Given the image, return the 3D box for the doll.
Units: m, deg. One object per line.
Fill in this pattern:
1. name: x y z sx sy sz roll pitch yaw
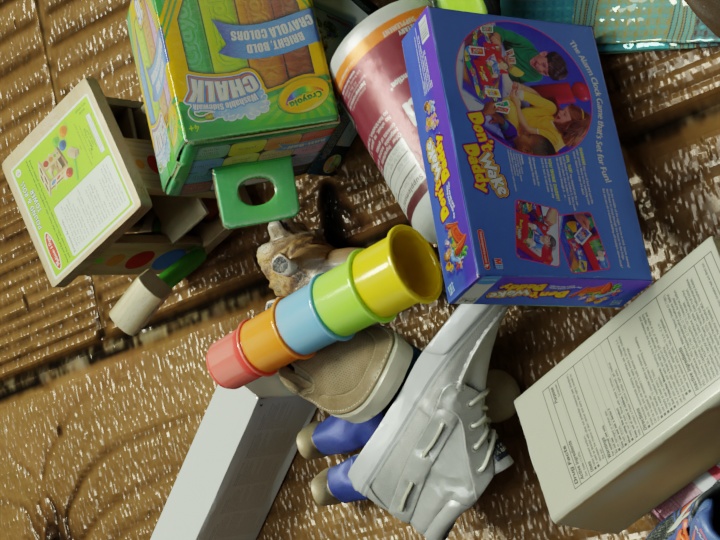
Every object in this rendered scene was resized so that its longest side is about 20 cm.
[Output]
1. doll: 0.038 0.120 1.182 0.199 0.048 0.137 -24 80 35

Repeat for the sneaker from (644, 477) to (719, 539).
1. sneaker: 0.230 0.172 0.985 0.075 0.078 0.200 51 117 26

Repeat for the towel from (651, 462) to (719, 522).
1. towel: 0.286 0.125 1.005 0.144 0.023 0.201 45 115 29

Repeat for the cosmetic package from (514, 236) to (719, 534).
1. cosmetic package: 0.202 0.081 1.016 0.200 0.071 0.106 -44 45 35

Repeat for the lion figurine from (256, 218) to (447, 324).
1. lion figurine: 0.000 0.000 1.194 0.199 0.122 0.073 8 104 22

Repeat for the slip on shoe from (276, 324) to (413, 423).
1. slip on shoe: -0.026 0.066 1.172 0.076 0.060 0.200 -62 21 -6

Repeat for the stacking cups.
1. stacking cups: -0.032 0.032 1.119 0.199 0.060 0.061 -28 73 36

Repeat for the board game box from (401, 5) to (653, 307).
1. board game box: 0.111 -0.076 1.028 0.045 0.133 0.201 133 134 -55

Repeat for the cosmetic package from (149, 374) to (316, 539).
1. cosmetic package: -0.111 0.177 1.279 0.051 0.082 0.201 36 110 32

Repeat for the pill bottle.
1. pill bottle: 0.068 -0.093 1.120 0.114 0.114 0.201 -43 65 29

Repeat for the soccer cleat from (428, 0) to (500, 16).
1. soccer cleat: 0.072 -0.254 1.122 0.068 0.080 0.201 93 158 -53

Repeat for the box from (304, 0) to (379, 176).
1. box: -0.061 -0.192 1.270 0.200 0.038 0.137 45 116 29

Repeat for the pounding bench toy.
1. pounding bench toy: -0.176 -0.039 1.285 0.124 0.156 0.201 -39 67 30

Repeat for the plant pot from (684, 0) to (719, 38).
1. plant pot: 0.246 -0.227 0.914 0.186 0.200 0.189 0 90 31

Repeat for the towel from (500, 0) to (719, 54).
1. towel: 0.182 -0.229 1.090 0.199 0.022 0.148 5 93 38

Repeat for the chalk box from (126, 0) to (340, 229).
1. chalk box: -0.096 -0.135 1.168 0.124 0.124 0.201 133 124 -68

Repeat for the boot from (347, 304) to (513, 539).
1. boot: 0.077 0.104 1.100 0.095 0.073 0.201 36 116 11
